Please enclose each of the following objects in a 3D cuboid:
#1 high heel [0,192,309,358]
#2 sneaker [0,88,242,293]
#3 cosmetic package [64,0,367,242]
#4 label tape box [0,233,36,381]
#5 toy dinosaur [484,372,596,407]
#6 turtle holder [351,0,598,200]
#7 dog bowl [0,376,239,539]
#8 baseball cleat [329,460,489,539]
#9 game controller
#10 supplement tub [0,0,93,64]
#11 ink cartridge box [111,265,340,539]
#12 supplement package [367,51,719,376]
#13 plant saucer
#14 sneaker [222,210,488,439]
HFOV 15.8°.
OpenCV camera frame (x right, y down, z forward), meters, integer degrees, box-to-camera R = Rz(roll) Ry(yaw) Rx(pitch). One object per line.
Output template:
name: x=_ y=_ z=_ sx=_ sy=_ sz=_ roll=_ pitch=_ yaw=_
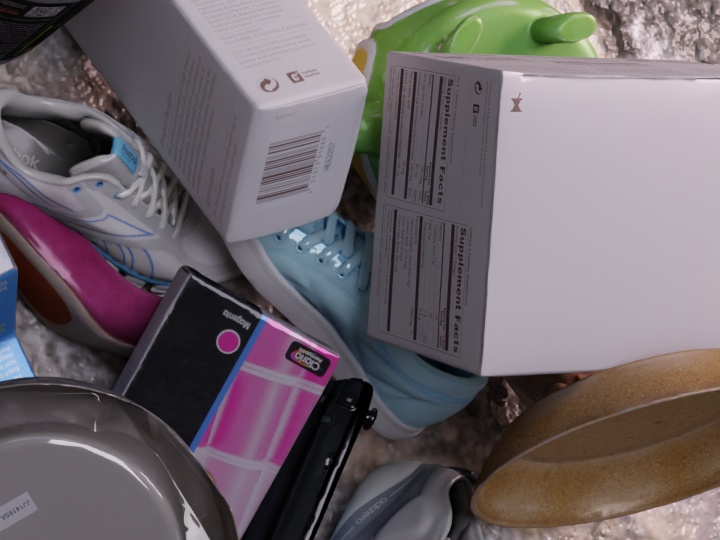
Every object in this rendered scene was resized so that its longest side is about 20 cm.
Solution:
high heel: x=-0.116 y=0.009 z=1.405 sx=0.200 sy=0.067 sz=0.096 roll=49 pitch=66 yaw=-25
sneaker: x=-0.131 y=-0.045 z=1.396 sx=0.199 sy=0.087 sz=0.075 roll=20 pitch=69 yaw=-24
cosmetic package: x=-0.083 y=-0.120 z=1.376 sx=0.074 sy=0.102 sz=0.200 roll=-16 pitch=53 yaw=-29
label tape box: x=-0.256 y=0.004 z=1.326 sx=0.144 sy=0.063 sz=0.201 roll=-28 pitch=92 yaw=-24
toy dinosaur: x=0.120 y=0.053 z=1.511 sx=0.135 sy=0.086 sz=0.200 roll=-42 pitch=95 yaw=-28
turtle holder: x=0.043 y=-0.081 z=1.464 sx=0.185 sy=0.132 sz=0.141 roll=-38 pitch=117 yaw=-20
dog bowl: x=-0.161 y=0.145 z=1.310 sx=0.199 sy=0.059 sz=0.201 roll=-2 pitch=103 yaw=-8
baseball cleat: x=0.004 y=0.190 z=1.404 sx=0.070 sy=0.106 sz=0.201 roll=36 pitch=67 yaw=-32
game controller: x=-0.044 y=0.152 z=1.390 sx=0.042 sy=0.104 sz=0.201 roll=23 pitch=68 yaw=3
supplement tub: x=-0.187 y=-0.175 z=1.328 sx=0.122 sy=0.200 sz=0.123 roll=7 pitch=75 yaw=-26
ink cartridge box: x=-0.100 y=0.107 z=1.365 sx=0.094 sy=0.037 sz=0.201 roll=29 pitch=93 yaw=-15
supplement package: x=0.119 y=-0.032 z=1.376 sx=0.199 sy=0.111 sz=0.157 roll=-1 pitch=99 yaw=-31
plant saucer: x=0.151 y=0.086 z=1.386 sx=0.199 sy=0.200 sz=0.036 roll=-3 pitch=65 yaw=-28
sneaker: x=0.000 y=0.000 z=1.427 sx=0.200 sy=0.082 sz=0.074 roll=50 pitch=35 yaw=-21
